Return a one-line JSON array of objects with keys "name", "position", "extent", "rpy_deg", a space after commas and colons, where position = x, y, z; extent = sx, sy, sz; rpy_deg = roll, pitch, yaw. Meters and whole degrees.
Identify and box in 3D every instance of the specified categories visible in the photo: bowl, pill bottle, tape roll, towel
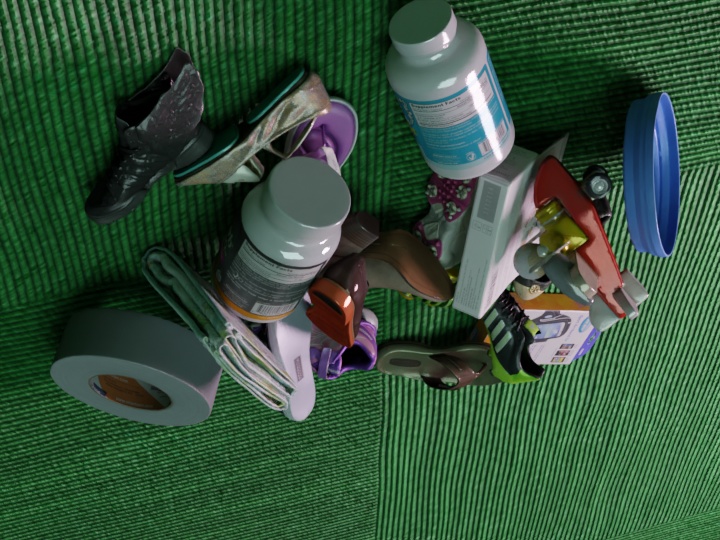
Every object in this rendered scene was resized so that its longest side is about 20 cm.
[{"name": "bowl", "position": [0.357, -0.116, 1.374], "extent": [0.039, 0.201, 0.201], "rpy_deg": [-1, 145, 24]}, {"name": "pill bottle", "position": [0.094, -0.200, 1.225], "extent": [0.111, 0.111, 0.200], "rpy_deg": [-25, 138, 4]}, {"name": "tape roll", "position": [-0.272, 0.121, 1.376], "extent": [0.200, 0.066, 0.200], "rpy_deg": [10, 151, 6]}, {"name": "towel", "position": [-0.168, 0.068, 1.334], "extent": [0.048, 0.200, 0.171], "rpy_deg": [-42, 136, -3]}, {"name": "pill bottle", "position": [-0.090, -0.034, 1.268], "extent": [0.116, 0.117, 0.200], "rpy_deg": [2, 148, -25]}]

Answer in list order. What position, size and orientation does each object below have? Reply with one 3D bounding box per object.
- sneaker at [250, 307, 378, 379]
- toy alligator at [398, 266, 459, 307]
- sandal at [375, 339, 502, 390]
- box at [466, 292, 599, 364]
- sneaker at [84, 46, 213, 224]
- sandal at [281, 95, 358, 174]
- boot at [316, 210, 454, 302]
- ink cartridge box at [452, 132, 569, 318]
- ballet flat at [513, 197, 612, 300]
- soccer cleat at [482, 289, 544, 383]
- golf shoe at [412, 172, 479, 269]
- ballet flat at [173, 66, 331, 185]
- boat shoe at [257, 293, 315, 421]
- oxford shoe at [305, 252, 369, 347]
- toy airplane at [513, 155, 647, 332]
[{"name": "sneaker", "position": [-0.063, 0.106, 1.500], "extent": [0.200, 0.089, 0.081], "rpy_deg": [-5, 138, -17]}, {"name": "toy alligator", "position": [0.073, 0.016, 1.486], "extent": [0.200, 0.054, 0.059], "rpy_deg": [17, 126, -36]}, {"name": "sandal", "position": [0.119, 0.145, 1.610], "extent": [0.201, 0.057, 0.080], "rpy_deg": [2, 130, -2]}, {"name": "box", "position": [0.264, 0.087, 1.656], "extent": [0.200, 0.042, 0.119], "rpy_deg": [1, 134, -27]}, {"name": "sneaker", "position": [-0.236, -0.139, 1.192], "extent": [0.200, 0.060, 0.104], "rpy_deg": [-35, 139, 7]}, {"name": "sandal", "position": [-0.055, -0.112, 1.298], "extent": [0.082, 0.050, 0.203], "rpy_deg": [5, 134, -28]}, {"name": "boot", "position": [0.000, 0.000, 1.405], "extent": [0.200, 0.070, 0.146], "rpy_deg": [39, 133, -25]}, {"name": "ink cartridge box", "position": [0.187, -0.064, 1.405], "extent": [0.176, 0.045, 0.200], "rpy_deg": [-41, 148, -48]}, {"name": "ballet flat", "position": [0.267, -0.030, 1.519], "extent": [0.066, 0.057, 0.200], "rpy_deg": [8, 131, -29]}, {"name": "soccer cleat", "position": [0.199, 0.063, 1.529], "extent": [0.081, 0.068, 0.200], "rpy_deg": [-4, 115, 37]}, {"name": "golf shoe", "position": [0.128, -0.079, 1.409], "extent": [0.091, 0.075, 0.200], "rpy_deg": [-12, 144, -30]}, {"name": "ballet flat", "position": [-0.114, -0.138, 1.227], "extent": [0.200, 0.068, 0.067], "rpy_deg": [-35, 115, 16]}, {"name": "boat shoe", "position": [-0.101, 0.097, 1.431], "extent": [0.070, 0.066, 0.200], "rpy_deg": [-35, 129, -41]}, {"name": "oxford shoe", "position": [-0.018, 0.038, 1.351], "extent": [0.073, 0.071, 0.200], "rpy_deg": [-52, 173, -17]}, {"name": "toy airplane", "position": [0.257, -0.015, 1.353], "extent": [0.141, 0.199, 0.200], "rpy_deg": [-19, 146, 12]}]
